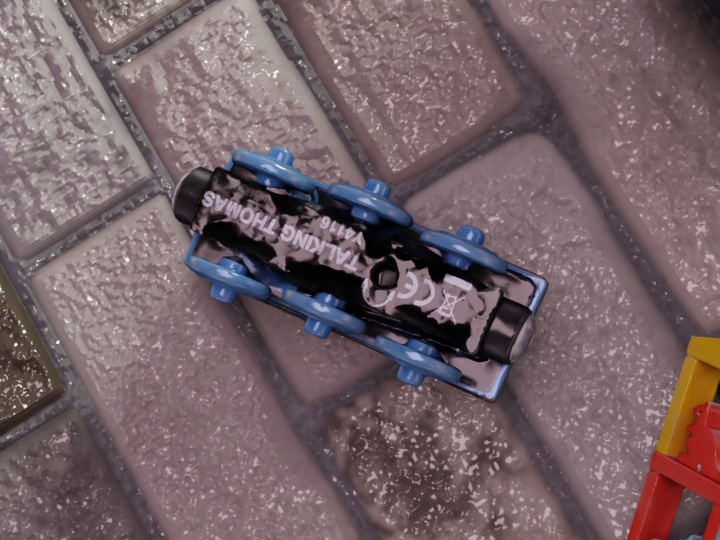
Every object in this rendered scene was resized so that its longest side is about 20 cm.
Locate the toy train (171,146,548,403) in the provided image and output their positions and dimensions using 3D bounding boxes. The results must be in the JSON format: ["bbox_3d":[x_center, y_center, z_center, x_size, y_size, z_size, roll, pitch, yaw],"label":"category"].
[{"bbox_3d":[0.000,0.000,0.998,0.200,0.114,0.087,23,88,14],"label":"toy train"}]

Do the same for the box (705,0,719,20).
[{"bbox_3d":[0.231,-0.191,0.849,0.197,0.124,0.200,-33,107,25],"label":"box"}]

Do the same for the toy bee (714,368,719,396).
[{"bbox_3d":[0.258,0.124,0.930,0.200,0.109,0.131,6,119,19],"label":"toy bee"}]

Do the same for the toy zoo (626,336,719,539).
[{"bbox_3d":[0.181,0.114,0.927,0.020,0.131,0.200,14,96,-29],"label":"toy zoo"}]
